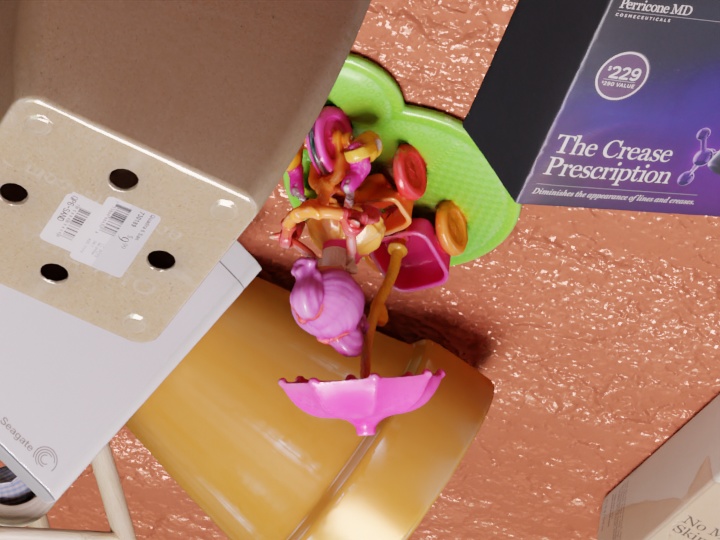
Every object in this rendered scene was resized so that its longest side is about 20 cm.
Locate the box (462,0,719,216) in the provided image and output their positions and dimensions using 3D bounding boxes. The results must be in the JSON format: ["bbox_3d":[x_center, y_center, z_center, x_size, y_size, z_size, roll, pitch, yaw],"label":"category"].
[{"bbox_3d":[0.175,-0.105,1.452,0.200,0.079,0.141,2,125,-29],"label":"box"}]

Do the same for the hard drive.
[{"bbox_3d":[-0.169,0.023,1.663,0.132,0.200,0.027,46,157,-12],"label":"hard drive"}]

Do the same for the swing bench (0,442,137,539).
[{"bbox_3d":[-0.220,0.109,1.754,0.130,0.200,0.199,5,165,-18],"label":"swing bench"}]

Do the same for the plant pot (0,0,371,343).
[{"bbox_3d":[-0.130,-0.085,1.440,0.200,0.177,0.200,25,134,-17],"label":"plant pot"}]

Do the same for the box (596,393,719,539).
[{"bbox_3d":[0.246,0.155,1.841,0.095,0.078,0.200,23,140,-13],"label":"box"}]

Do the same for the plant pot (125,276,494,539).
[{"bbox_3d":[-0.045,0.100,1.778,0.183,0.200,0.200,36,138,-4],"label":"plant pot"}]

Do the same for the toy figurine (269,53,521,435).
[{"bbox_3d":[0.000,0.000,1.629,0.150,0.184,0.200,-12,135,27],"label":"toy figurine"}]
